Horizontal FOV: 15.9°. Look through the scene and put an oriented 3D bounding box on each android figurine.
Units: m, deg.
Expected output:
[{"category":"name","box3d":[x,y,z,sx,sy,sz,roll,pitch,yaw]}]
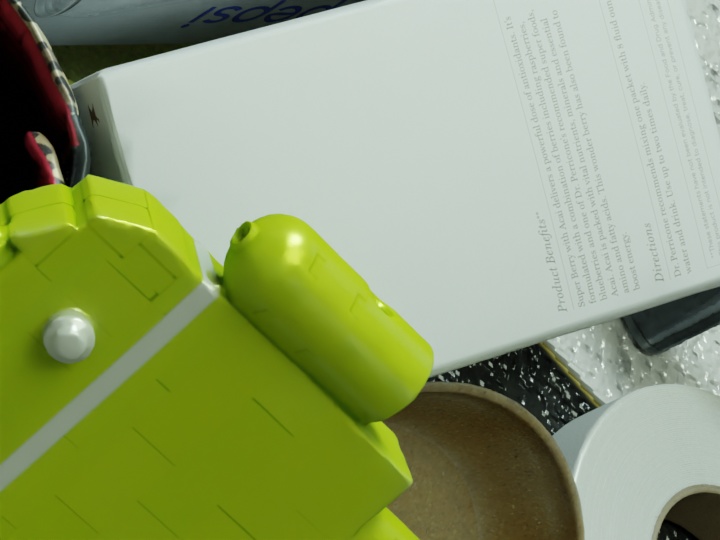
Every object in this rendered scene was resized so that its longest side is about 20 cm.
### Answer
[{"category":"android figurine","box3d":[-0.070,0.056,0.745,0.200,0.182,0.041,46,10,-26]}]

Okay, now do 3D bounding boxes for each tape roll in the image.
[{"category":"tape roll","box3d":[0.146,0.147,1.087,0.202,0.037,0.204,24,52,-35]}]

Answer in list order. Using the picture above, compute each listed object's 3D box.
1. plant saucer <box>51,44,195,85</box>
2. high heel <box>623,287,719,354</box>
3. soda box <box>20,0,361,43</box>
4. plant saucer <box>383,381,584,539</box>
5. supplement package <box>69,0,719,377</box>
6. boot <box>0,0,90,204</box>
[{"category":"plant saucer","box3d":[-0.079,-0.128,1.004,0.199,0.048,0.201,20,55,-38]},{"category":"high heel","box3d":[0.132,-0.071,1.113,0.201,0.142,0.071,56,41,-6]},{"category":"soda box","box3d":[-0.075,-0.121,0.904,0.199,0.068,0.064,-6,73,-48]},{"category":"plant saucer","box3d":[-0.008,0.125,0.876,0.199,0.035,0.202,-19,122,-34]},{"category":"supplement package","box3d":[0.006,-0.027,0.857,0.199,0.120,0.122,-16,94,-19]},{"category":"boot","box3d":[-0.113,0.014,0.804,0.073,0.151,0.201,-10,69,-13]}]
